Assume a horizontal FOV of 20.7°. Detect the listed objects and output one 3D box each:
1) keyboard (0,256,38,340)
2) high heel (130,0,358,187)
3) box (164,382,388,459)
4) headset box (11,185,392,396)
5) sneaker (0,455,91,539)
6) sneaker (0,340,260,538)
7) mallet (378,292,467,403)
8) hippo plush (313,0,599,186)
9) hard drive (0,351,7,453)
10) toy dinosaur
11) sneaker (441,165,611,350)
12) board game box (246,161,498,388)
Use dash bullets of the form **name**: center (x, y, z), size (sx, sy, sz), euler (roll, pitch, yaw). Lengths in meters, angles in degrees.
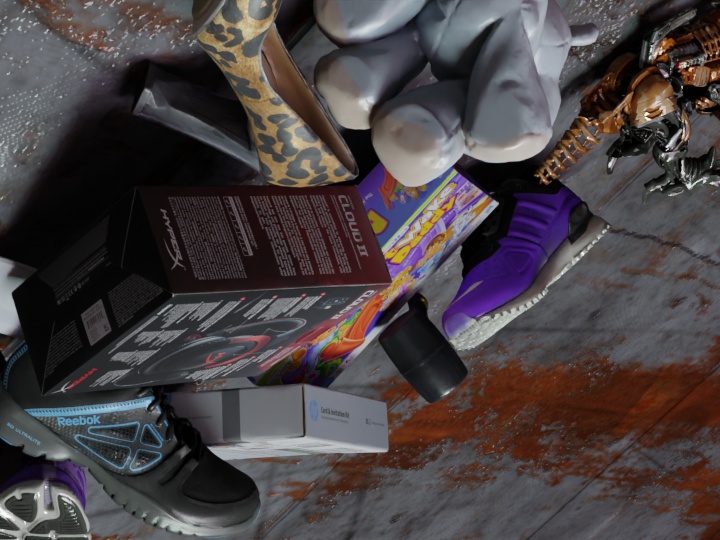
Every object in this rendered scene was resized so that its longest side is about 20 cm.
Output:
- **keyboard**: center (-0.214, 0.020, 1.251), size (0.056, 0.011, 0.200), euler (-45, 140, 21)
- **high heel**: center (-0.033, -0.125, 1.130), size (0.142, 0.071, 0.200), euler (22, 141, -16)
- **box**: center (-0.100, 0.112, 1.410), size (0.200, 0.041, 0.156), euler (-7, 169, 22)
- **headset box**: center (-0.091, 0.011, 1.231), size (0.200, 0.075, 0.149), euler (-3, 156, -44)
- **sneaker**: center (-0.231, 0.159, 1.409), size (0.080, 0.084, 0.200), euler (5, 165, -8)
- **sneaker**: center (-0.143, 0.107, 1.285), size (0.200, 0.073, 0.082), euler (29, 108, -20)
- **mallet**: center (0.039, 0.039, 1.496), size (0.041, 0.066, 0.200), euler (-38, -164, 7)
- **hippo plush**: center (0.061, -0.147, 1.238), size (0.161, 0.159, 0.200), euler (8, 90, -76)
- **hard drive**: center (-0.312, 0.129, 1.333), size (0.140, 0.038, 0.200), euler (-21, 149, -26)
- **toy dinosaur**: center (0.218, -0.129, 1.485), size (0.200, 0.102, 0.136), euler (-18, 138, 6)
- **sneaker**: center (0.101, -0.018, 1.474), size (0.070, 0.100, 0.200), euler (-40, 179, 42)
- **board game box**: center (0.000, 0.000, 1.385), size (0.200, 0.045, 0.134), euler (-47, 162, 6)
